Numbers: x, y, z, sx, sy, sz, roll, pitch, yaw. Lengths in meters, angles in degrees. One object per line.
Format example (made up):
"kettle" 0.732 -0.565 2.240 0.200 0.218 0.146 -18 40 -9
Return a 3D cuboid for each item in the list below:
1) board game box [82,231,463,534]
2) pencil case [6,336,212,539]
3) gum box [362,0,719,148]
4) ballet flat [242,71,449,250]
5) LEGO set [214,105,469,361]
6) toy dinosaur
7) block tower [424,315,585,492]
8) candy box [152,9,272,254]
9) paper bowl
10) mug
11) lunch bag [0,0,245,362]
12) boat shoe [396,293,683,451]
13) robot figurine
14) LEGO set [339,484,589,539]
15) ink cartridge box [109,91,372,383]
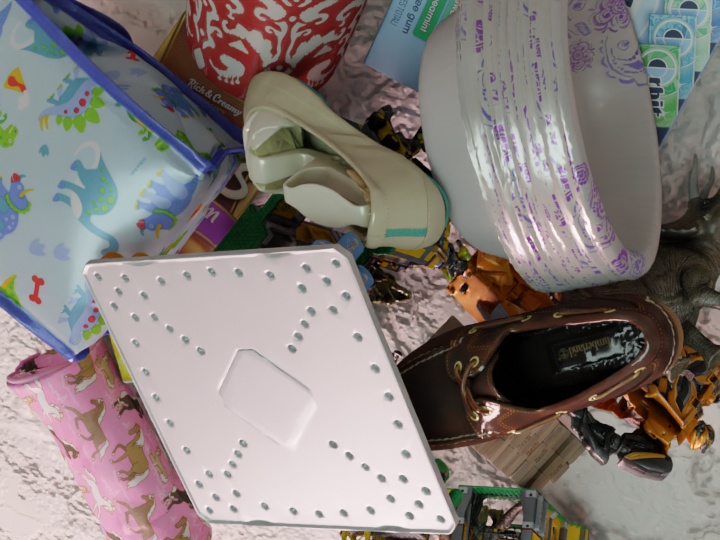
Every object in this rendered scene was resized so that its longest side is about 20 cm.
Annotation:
"board game box" -0.051 0.069 1.136 0.198 0.026 0.201 -3 122 35
"pencil case" -0.188 0.144 1.439 0.082 0.087 0.201 -27 106 5
"gum box" 0.125 -0.163 1.210 0.199 0.045 0.171 28 120 1
"ballet flat" -0.029 -0.064 1.116 0.199 0.069 0.070 33 131 46
"LEGO set" 0.000 0.000 1.224 0.115 0.154 0.201 16 115 -43
"toy dinosaur" 0.178 0.018 1.202 0.102 0.199 0.077 47 155 35
"block tower" 0.092 0.096 1.264 0.054 0.200 0.058 -47 59 1
"candy box" -0.123 -0.064 1.291 0.116 0.056 0.201 40 106 10
"paper bowl" 0.103 -0.086 1.113 0.103 0.201 0.202 -11 113 21
"mug" -0.024 -0.199 1.162 0.175 0.135 0.200 -3 154 -14
"lunch bag" -0.198 -0.073 1.221 0.199 0.127 0.171 37 107 2
"boat shoe" 0.088 0.059 1.107 0.198 0.070 0.071 -22 86 23
"robot figurine" 0.160 0.045 1.250 0.200 0.145 0.058 41 138 6
"LEGO set" 0.066 0.224 1.346 0.198 0.117 0.154 4 160 14
"ink cartridge box" -0.103 -0.022 1.351 0.196 0.047 0.202 -6 116 19
